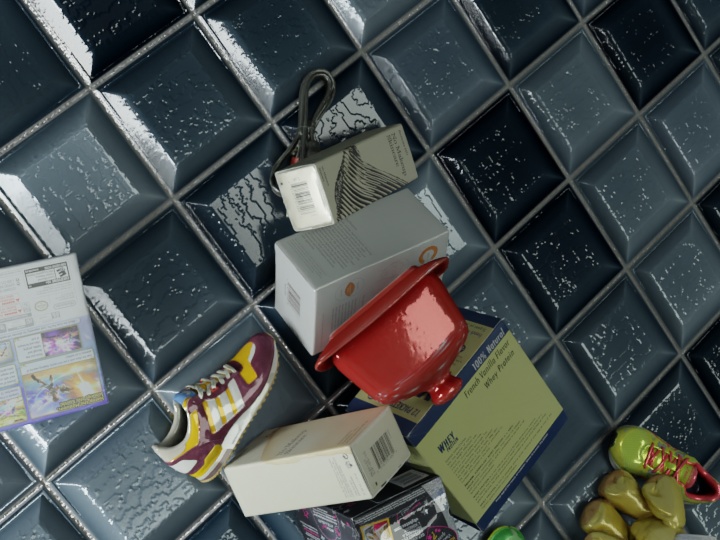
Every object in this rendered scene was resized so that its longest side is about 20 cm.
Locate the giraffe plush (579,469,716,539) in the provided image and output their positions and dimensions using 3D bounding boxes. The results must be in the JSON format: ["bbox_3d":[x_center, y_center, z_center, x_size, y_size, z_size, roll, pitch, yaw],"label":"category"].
[{"bbox_3d":[0.429,0.402,1.640,0.173,0.200,0.162,-54,138,-20],"label":"giraffe plush"}]

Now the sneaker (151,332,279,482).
[{"bbox_3d":[-0.175,0.154,1.389,0.090,0.075,0.200,34,74,-26],"label":"sneaker"}]

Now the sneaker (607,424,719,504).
[{"bbox_3d":[0.454,0.287,1.677,0.200,0.090,0.078,28,79,-21],"label":"sneaker"}]

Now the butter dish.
[{"bbox_3d":[0.061,0.094,1.343,0.199,0.200,0.148,-39,85,-1],"label":"butter dish"}]

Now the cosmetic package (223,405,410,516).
[{"bbox_3d":[-0.053,0.230,1.364,0.104,0.200,0.073,-38,109,-54],"label":"cosmetic package"}]

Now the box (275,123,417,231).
[{"bbox_3d":[-0.014,-0.120,1.433,0.200,0.068,0.082,-34,109,-49],"label":"box"}]

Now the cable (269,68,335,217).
[{"bbox_3d":[-0.075,-0.163,1.477,0.097,0.050,0.201,0,76,-14],"label":"cable"}]

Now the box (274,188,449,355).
[{"bbox_3d":[0.000,0.000,1.434,0.200,0.098,0.125,-23,142,-25],"label":"box"}]

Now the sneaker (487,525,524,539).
[{"bbox_3d":[0.212,0.452,1.560,0.074,0.084,0.201,1,87,-25],"label":"sneaker"}]

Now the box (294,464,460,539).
[{"bbox_3d":[0.018,0.314,1.407,0.132,0.200,0.115,-21,99,-24],"label":"box"}]

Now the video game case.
[{"bbox_3d":[-0.406,0.088,1.297,0.200,0.045,0.182,-13,93,-25],"label":"video game case"}]

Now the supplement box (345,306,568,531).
[{"bbox_3d":[0.128,0.186,1.476,0.200,0.134,0.200,-49,123,-19],"label":"supplement box"}]
